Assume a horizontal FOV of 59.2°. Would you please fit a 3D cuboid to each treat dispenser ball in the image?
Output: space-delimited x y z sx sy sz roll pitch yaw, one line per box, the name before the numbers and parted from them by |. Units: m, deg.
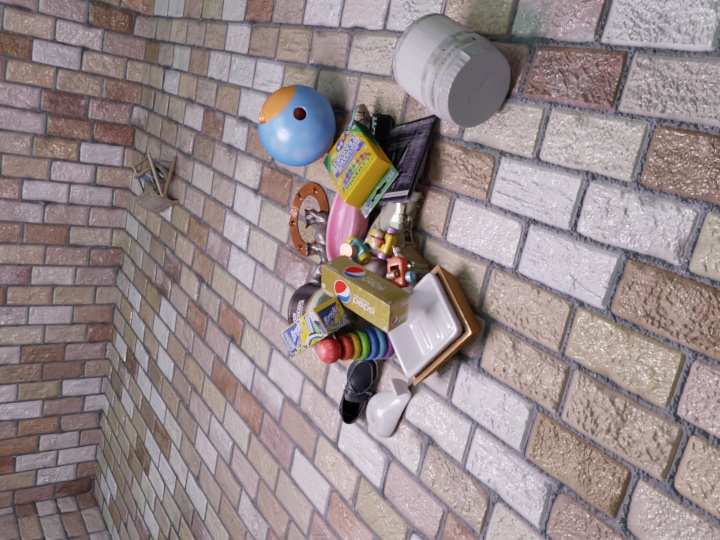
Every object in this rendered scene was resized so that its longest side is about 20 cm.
treat dispenser ball | -0.161 -0.367 1.611 0.200 0.199 0.204 -3 87 53

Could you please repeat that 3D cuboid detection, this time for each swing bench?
swing bench | -0.841 -0.352 2.596 0.198 0.128 0.204 -12 79 52

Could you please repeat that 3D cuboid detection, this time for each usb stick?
usb stick | 0.043 -0.258 1.455 0.033 0.054 0.204 -148 62 -83

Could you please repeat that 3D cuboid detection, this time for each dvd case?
dvd case | 0.086 -0.233 1.361 0.148 0.016 0.203 0 65 53

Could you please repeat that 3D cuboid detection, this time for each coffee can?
coffee can | -0.063 0.108 1.507 0.199 0.145 0.149 4 92 53

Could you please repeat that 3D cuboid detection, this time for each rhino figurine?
rhino figurine | -0.097 -0.057 1.615 0.060 0.086 0.204 127 140 -84

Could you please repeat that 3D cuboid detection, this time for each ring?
ring | -0.146 -0.140 1.735 0.199 0.019 0.204 -1 89 54

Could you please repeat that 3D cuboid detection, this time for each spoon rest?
spoon rest | 0.064 0.302 1.414 0.201 0.060 0.100 117 140 -49

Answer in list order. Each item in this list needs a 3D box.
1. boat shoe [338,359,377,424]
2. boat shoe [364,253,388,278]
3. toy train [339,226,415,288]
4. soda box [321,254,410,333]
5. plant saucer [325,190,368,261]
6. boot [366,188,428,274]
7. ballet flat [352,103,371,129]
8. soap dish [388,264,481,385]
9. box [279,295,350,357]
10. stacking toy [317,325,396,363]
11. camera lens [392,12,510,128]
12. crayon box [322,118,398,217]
boat shoe | -0.006 0.277 1.475 0.063 0.073 0.202 -92 18 -59
boat shoe | 0.001 0.006 1.482 0.201 0.074 0.076 -19 74 52
toy train | 0.022 -0.015 1.336 0.198 0.055 0.153 -7 80 40
soda box | 0.008 0.045 1.299 0.199 0.064 0.069 29 131 35
plant saucer | -0.029 -0.109 1.505 0.200 0.050 0.204 -171 90 -70
boot | 0.098 -0.095 1.361 0.200 0.071 0.156 44 121 45
ballet flat | 0.008 -0.288 1.504 0.075 0.068 0.203 27 118 27
soap dish | 0.145 0.112 1.278 0.200 0.080 0.159 -51 51 39
box | -0.102 0.124 1.375 0.065 0.070 0.200 60 146 4
stacking toy | -0.007 0.165 1.378 0.085 0.198 0.087 14 107 54
camera lens | 0.167 -0.380 1.199 0.200 0.158 0.162 51 127 41
crayon box | -0.004 -0.228 1.394 0.126 0.051 0.201 -52 41 23
